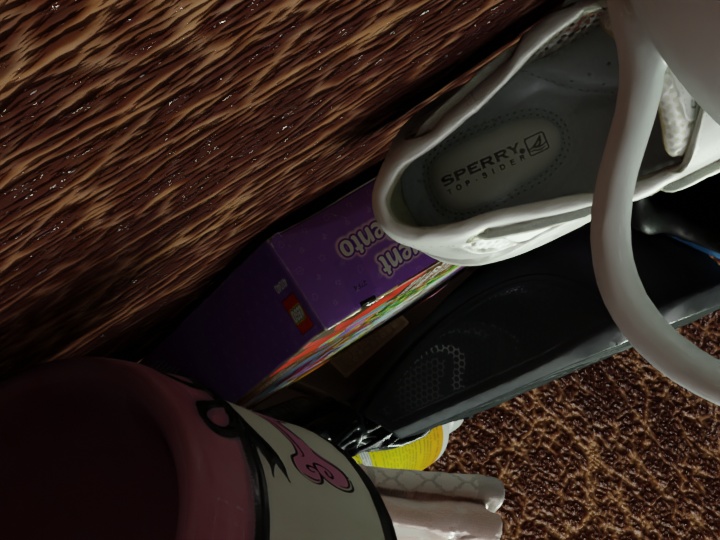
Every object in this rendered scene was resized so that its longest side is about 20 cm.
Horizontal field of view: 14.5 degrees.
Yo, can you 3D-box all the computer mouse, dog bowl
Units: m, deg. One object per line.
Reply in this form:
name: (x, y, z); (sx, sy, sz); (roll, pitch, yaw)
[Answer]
computer mouse: (0.047, 0.024, 1.083); (0.200, 0.053, 0.138); (-25, 173, 30)
dog bowl: (-0.087, 0.112, 0.802); (0.200, 0.074, 0.201); (-26, -137, 27)

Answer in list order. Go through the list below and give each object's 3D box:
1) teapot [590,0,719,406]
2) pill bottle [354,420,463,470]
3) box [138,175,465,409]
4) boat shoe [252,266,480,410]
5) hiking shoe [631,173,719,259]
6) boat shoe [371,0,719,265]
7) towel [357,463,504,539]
teapot: (0.163, -0.070, 0.665); (0.197, 0.146, 0.200); (-30, 177, -28)
pill bottle: (0.009, 0.160, 2.714); (0.200, 0.109, 0.109); (-30, 175, -39)
box: (0.000, 0.000, 1.030); (0.137, 0.039, 0.200); (-32, 176, -24)
boat shoe: (0.029, 0.003, 1.197); (0.202, 0.075, 0.075); (-32, -164, 19)
hiking shoe: (0.179, -0.021, 1.044); (0.087, 0.199, 0.075); (-87, -171, -55)
boat shoe: (0.091, -0.057, 0.799); (0.200, 0.071, 0.069); (-33, 178, 15)
towel: (-0.069, 0.100, 1.069); (0.190, 0.032, 0.200); (12, 155, -22)
